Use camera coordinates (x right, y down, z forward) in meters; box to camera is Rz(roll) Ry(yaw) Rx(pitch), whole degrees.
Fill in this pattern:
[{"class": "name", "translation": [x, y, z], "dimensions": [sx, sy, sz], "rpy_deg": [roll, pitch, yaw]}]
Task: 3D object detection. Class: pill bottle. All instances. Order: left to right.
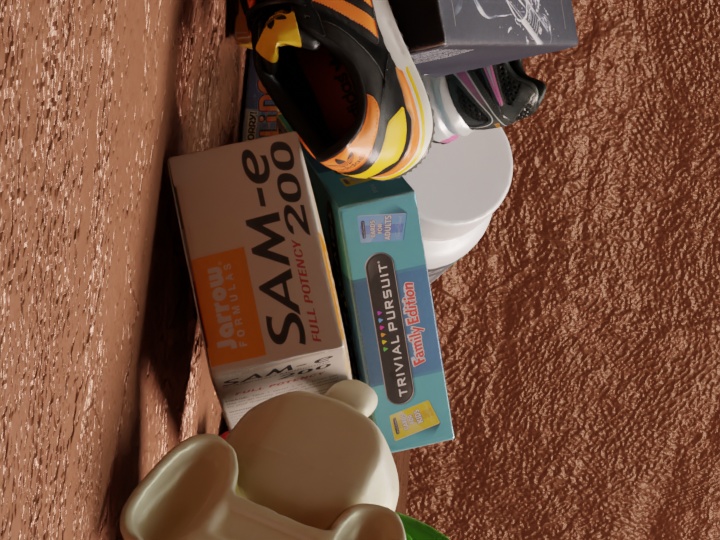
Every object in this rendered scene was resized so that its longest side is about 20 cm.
[{"class": "pill bottle", "translation": [0.022, -0.043, 1.877], "dimensions": [0.200, 0.113, 0.113], "rpy_deg": [138, -39, -64]}]

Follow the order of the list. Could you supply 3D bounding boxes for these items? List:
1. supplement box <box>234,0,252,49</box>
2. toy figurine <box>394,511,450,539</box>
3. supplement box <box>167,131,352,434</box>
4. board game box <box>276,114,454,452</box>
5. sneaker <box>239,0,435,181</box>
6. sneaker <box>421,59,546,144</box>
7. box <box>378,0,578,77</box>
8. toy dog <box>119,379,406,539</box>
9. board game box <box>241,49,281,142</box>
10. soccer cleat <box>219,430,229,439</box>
[{"class": "supplement box", "translation": [-0.008, -0.157, 1.720], "dimensions": [0.200, 0.069, 0.067], "rpy_deg": [11, 79, -65]}, {"class": "toy figurine", "translation": [-0.024, 0.246, 1.753], "dimensions": [0.200, 0.150, 0.184], "rpy_deg": [48, -39, 33]}, {"class": "supplement box", "translation": [-0.048, 0.024, 1.515], "dimensions": [0.200, 0.073, 0.126], "rpy_deg": [81, -4, -70]}, {"class": "board game box", "translation": [0.000, 0.000, 1.643], "dimensions": [0.200, 0.047, 0.151], "rpy_deg": [-123, -158, -69]}, {"class": "sneaker", "translation": [-0.031, -0.140, 1.482], "dimensions": [0.200, 0.070, 0.090], "rpy_deg": [64, 24, 10]}, {"class": "sneaker", "translation": [0.077, -0.181, 1.730], "dimensions": [0.080, 0.086, 0.200], "rpy_deg": [-14, 99, -69]}, {"class": "box", "translation": [0.028, -0.216, 1.601], "dimensions": [0.182, 0.104, 0.200], "rpy_deg": [-9, 89, -62]}, {"class": "toy dog", "translation": [-0.057, 0.163, 1.441], "dimensions": [0.200, 0.139, 0.194], "rpy_deg": [106, -1, -46]}, {"class": "board game box", "translation": [-0.047, -0.128, 1.805], "dimensions": [0.135, 0.034, 0.200], "rpy_deg": [66, 28, -79]}, {"class": "soccer cleat", "translation": [-0.080, 0.173, 1.620], "dimensions": [0.076, 0.067, 0.200], "rpy_deg": [-51, -157, 34]}]
